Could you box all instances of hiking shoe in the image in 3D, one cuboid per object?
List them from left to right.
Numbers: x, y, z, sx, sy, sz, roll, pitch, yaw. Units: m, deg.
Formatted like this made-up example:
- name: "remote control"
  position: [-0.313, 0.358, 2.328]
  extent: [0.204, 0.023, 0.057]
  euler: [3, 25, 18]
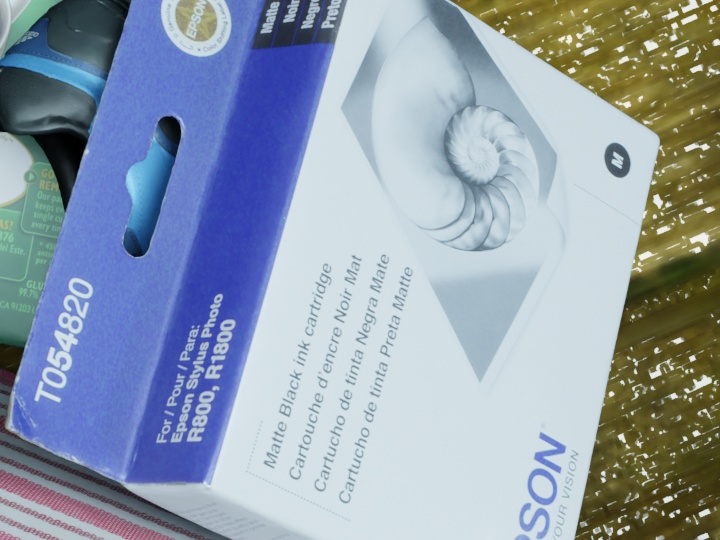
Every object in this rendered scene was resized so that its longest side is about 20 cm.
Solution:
- name: "hiking shoe"
  position: [-0.057, -0.008, 0.942]
  extent: [0.087, 0.074, 0.200]
  euler: [-40, 104, -22]

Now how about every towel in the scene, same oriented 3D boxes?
- name: "towel"
  position: [-0.096, 0.082, 0.896]
  extent: [0.146, 0.200, 0.030]
  euler: [21, 102, 1]

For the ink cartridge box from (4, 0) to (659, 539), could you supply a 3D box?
- name: "ink cartridge box"
  position: [0.000, 0.000, 0.900]
  extent: [0.200, 0.041, 0.200]
  euler: [27, 64, -29]

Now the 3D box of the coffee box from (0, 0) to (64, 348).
- name: "coffee box"
  position: [-0.134, -0.076, 0.979]
  extent: [0.123, 0.044, 0.200]
  euler: [9, 88, -1]
